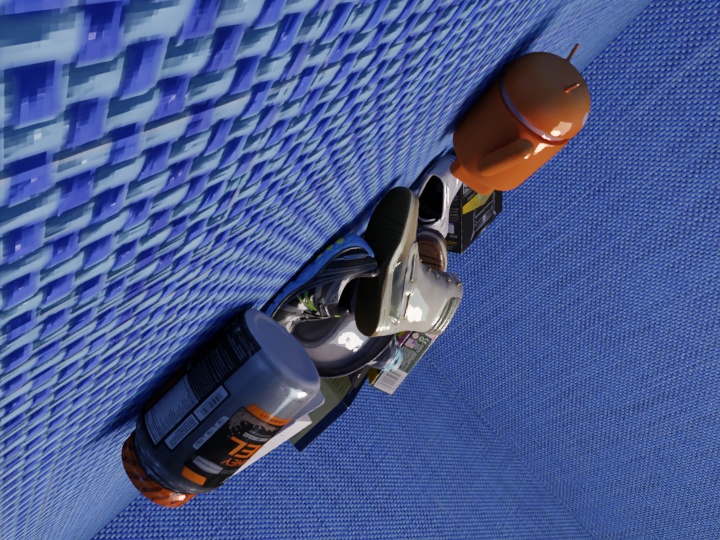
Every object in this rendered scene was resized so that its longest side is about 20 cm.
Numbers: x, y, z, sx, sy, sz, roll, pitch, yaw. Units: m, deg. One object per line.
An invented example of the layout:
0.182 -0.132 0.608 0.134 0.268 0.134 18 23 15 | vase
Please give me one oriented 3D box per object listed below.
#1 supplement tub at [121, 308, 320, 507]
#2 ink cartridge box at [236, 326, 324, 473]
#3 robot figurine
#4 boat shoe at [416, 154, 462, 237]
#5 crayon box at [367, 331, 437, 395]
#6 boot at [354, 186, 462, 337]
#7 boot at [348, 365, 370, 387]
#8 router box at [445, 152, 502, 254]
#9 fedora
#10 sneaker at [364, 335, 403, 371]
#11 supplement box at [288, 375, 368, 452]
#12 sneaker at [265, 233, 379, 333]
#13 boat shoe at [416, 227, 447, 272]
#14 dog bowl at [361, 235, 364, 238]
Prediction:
-0.150 0.149 0.573 0.200 0.123 0.123 -44 177 5 | supplement tub
-0.143 0.173 0.671 0.199 0.116 0.068 -33 159 2 | ink cartridge box
0.191 -0.176 0.648 0.143 0.117 0.200 -17 162 -36 | robot figurine
0.111 -0.098 0.883 0.065 0.073 0.201 -42 153 -36 | boat shoe
0.082 0.119 1.081 0.201 0.058 0.173 -55 -159 18 | crayon box
0.079 -0.006 0.737 0.154 0.072 0.202 6 99 -38 | boot
-0.055 0.128 1.007 0.069 0.173 0.200 -57 -178 13 | boot
0.203 -0.146 0.976 0.200 0.052 0.158 -40 133 -45 | router box
-0.036 0.054 0.778 0.200 0.177 0.090 -46 147 -7 | fedora
0.041 0.126 0.868 0.078 0.086 0.200 -45 -174 -1 | sneaker
-0.113 0.203 1.051 0.134 0.200 0.200 -44 177 13 | supplement box
-0.055 0.040 0.692 0.199 0.083 0.071 -43 177 19 | sneaker
0.113 -0.014 0.907 0.203 0.074 0.075 94 22 -57 | boat shoe
0.000 0.000 0.957 0.200 0.074 0.200 -44 176 -4 | dog bowl
